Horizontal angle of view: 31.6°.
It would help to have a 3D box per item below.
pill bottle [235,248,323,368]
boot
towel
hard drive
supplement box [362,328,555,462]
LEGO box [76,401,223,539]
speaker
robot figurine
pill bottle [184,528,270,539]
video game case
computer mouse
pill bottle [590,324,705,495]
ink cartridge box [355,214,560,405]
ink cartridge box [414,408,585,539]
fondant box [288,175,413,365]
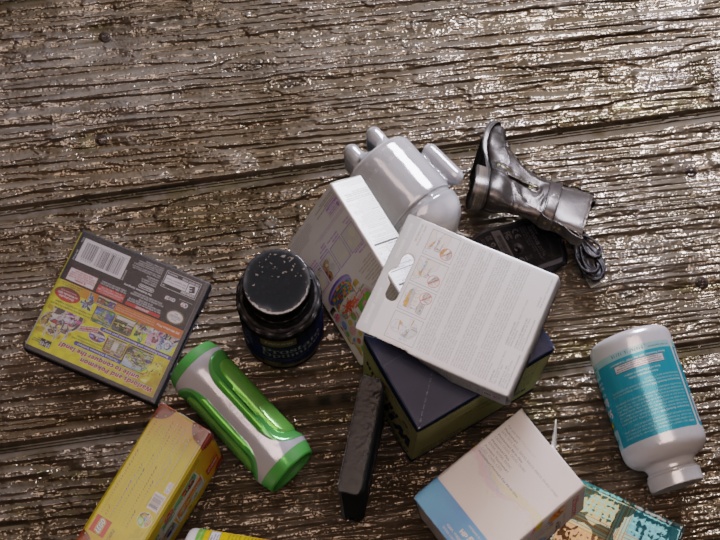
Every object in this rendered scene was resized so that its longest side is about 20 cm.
[{"bbox_3d":[-0.103,0.047,1.630,0.110,0.200,0.114,0,70,0],"label":"pill bottle"},{"bbox_3d":[0.236,-0.116,1.735,0.172,0.070,0.201,16,43,0],"label":"boot"},{"bbox_3d":[0.299,0.352,1.620,0.198,0.022,0.148,24,72,8],"label":"towel"},{"bbox_3d":[0.003,0.224,1.569,0.032,0.200,0.142,11,71,4],"label":"hard drive"},{"bbox_3d":[0.117,0.118,1.606,0.198,0.200,0.135,-29,73,-10],"label":"supplement box"},{"bbox_3d":[-0.258,0.283,1.577,0.076,0.149,0.202,28,72,10],"label":"LEGO box"},{"bbox_3d":[-0.155,0.188,1.643,0.088,0.089,0.200,-42,76,-13],"label":"speaker"},{"bbox_3d":[0.058,-0.100,1.727,0.169,0.113,0.200,-40,75,-7],"label":"robot figurine"},{"bbox_3d":[-0.122,0.387,1.560,0.197,0.111,0.113,8,71,3],"label":"pill bottle"},{"bbox_3d":[-0.327,0.063,1.719,0.198,0.026,0.183,22,72,6],"label":"video game case"},{"bbox_3d":[0.226,-0.019,1.737,0.197,0.053,0.140,-15,69,-18],"label":"computer mouse"},{"bbox_3d":[0.374,0.180,1.632,0.109,0.111,0.203,-13,71,-5],"label":"pill bottle"},{"bbox_3d":[0.117,0.045,1.505,0.198,0.057,0.164,22,72,16],"label":"ink cartridge box"},{"bbox_3d":[0.184,0.280,1.575,0.199,0.129,0.126,-37,67,-7],"label":"ink cartridge box"},{"bbox_3d":[0.000,0.000,1.675,0.058,0.145,0.201,-17,68,-38],"label":"fondant box"}]
